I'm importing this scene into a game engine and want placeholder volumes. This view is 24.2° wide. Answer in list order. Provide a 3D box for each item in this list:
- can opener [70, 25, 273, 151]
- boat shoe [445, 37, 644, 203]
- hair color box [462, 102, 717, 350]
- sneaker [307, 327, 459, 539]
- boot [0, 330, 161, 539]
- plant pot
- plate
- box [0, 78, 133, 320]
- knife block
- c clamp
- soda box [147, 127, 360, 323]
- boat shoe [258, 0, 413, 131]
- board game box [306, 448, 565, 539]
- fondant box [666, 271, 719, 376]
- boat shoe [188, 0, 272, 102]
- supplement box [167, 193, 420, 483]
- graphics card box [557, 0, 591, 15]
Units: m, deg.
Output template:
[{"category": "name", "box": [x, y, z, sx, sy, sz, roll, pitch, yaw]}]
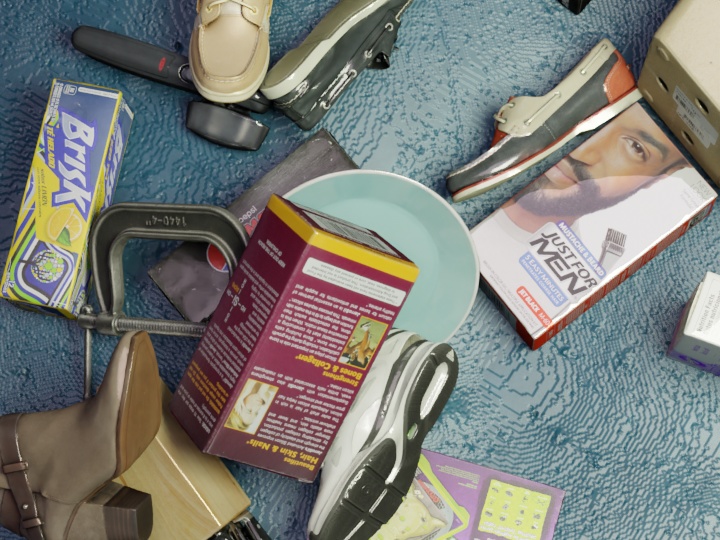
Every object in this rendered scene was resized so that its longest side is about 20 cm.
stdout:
[{"category": "can opener", "box": [-0.168, -0.176, 1.500, 0.200, 0.063, 0.079, 24, 81, 8]}, {"category": "boat shoe", "box": [0.152, -0.127, 1.459, 0.200, 0.071, 0.063, -33, 93, -9]}, {"category": "hair color box", "box": [0.192, -0.037, 1.445, 0.200, 0.064, 0.111, -38, 77, -5]}, {"category": "sneaker", "box": [-0.009, 0.135, 1.405, 0.115, 0.076, 0.201, 21, 76, 37]}, {"category": "boot", "box": [-0.237, 0.136, 1.346, 0.146, 0.070, 0.200, 8, 103, 21]}, {"category": "plant pot", "box": [0.343, -0.172, 1.388, 0.177, 0.200, 0.200, -36, 78, -5]}, {"category": "plate", "box": [0.000, 0.000, 1.421, 0.200, 0.026, 0.200, -1, 119, -1]}, {"category": "box", "box": [-0.257, -0.061, 1.479, 0.064, 0.070, 0.200, 11, 80, 4]}, {"category": "knife block", "box": [-0.134, 0.188, 1.390, 0.175, 0.064, 0.200, 10, 104, 17]}, {"category": "c clamp", "box": [-0.164, 0.024, 1.417, 0.200, 0.027, 0.171, -3, 95, 34]}, {"category": "soda box", "box": [-0.084, -0.031, 1.463, 0.200, 0.063, 0.071, -39, 78, -4]}, {"category": "boat shoe", "box": [-0.002, -0.198, 1.489, 0.199, 0.074, 0.066, -48, 116, -28]}, {"category": "board game box", "box": [0.062, 0.216, 1.420, 0.200, 0.032, 0.120, 16, 76, 8]}, {"category": "fondant box", "box": [0.358, 0.072, 1.368, 0.200, 0.144, 0.058, 22, 82, 8]}, {"category": "boat shoe", "box": [-0.112, -0.234, 1.467, 0.074, 0.069, 0.200, 2, 52, 0]}, {"category": "supplement box", "box": [-0.055, 0.055, 1.344, 0.110, 0.086, 0.200, 20, 103, -34]}, {"category": "graphics card box", "box": [0.160, -0.340, 1.516, 0.200, 0.051, 0.125, 41, 84, 10]}]
